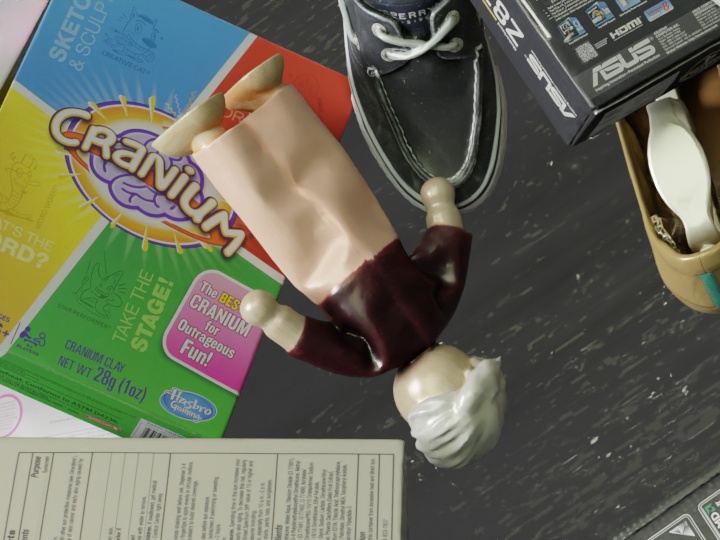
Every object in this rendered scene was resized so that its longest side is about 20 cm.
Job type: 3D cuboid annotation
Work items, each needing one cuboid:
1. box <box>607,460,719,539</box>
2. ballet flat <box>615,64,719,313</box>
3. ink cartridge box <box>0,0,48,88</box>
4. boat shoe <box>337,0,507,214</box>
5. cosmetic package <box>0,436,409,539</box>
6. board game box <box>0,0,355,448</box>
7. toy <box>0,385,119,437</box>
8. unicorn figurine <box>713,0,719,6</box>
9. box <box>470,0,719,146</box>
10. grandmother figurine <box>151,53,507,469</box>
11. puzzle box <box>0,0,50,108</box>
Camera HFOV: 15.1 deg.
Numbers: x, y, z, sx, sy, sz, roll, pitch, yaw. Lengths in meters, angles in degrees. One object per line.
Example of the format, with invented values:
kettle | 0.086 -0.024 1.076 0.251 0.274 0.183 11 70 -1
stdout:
box | 0.136 0.209 1.130 0.193 0.048 0.200 -34 61 8
ballet flat | 0.142 -0.079 1.218 0.069 0.063 0.200 -22 65 15
ink cartridge box | -0.245 -0.146 1.344 0.145 0.087 0.200 -58 39 27
boat shoe | 0.024 -0.120 1.238 0.072 0.068 0.200 -8 98 3
cosmetic package | -0.079 0.131 1.176 0.200 0.071 0.105 1 42 3
board game box | -0.103 -0.029 1.249 0.153 0.040 0.200 24 63 -7
toy | -0.122 0.033 1.304 0.115 0.047 0.200 -11 63 24
unicorn figurine | 0.175 -0.168 1.144 0.137 0.200 0.074 61 144 11
box | 0.132 -0.169 1.192 0.200 0.049 0.161 -30 81 -18
grandmother figurine | 0.000 0.000 1.219 0.121 0.061 0.200 -35 89 -16
puzzle box | -0.165 -0.109 1.359 0.133 0.025 0.200 15 79 49
